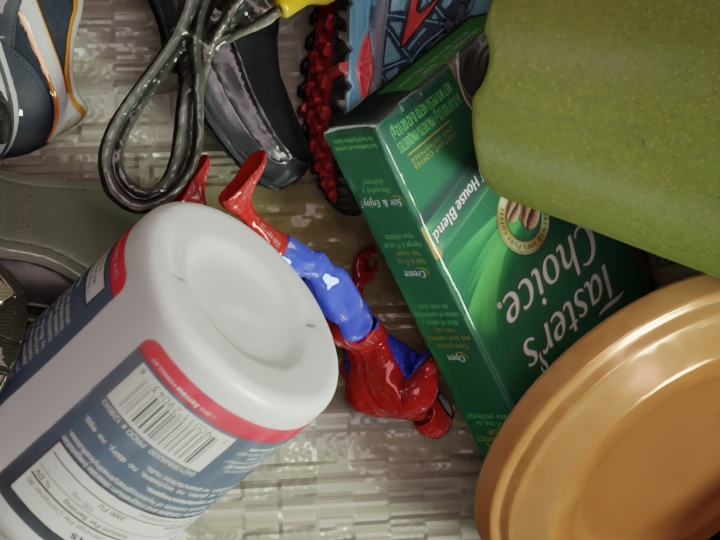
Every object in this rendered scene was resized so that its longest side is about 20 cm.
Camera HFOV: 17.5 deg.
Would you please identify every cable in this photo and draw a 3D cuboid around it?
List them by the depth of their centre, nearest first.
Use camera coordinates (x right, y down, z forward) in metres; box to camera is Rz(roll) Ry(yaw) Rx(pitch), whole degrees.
[{"bbox_3d":[-0.068,-0.124,1.111,0.097,0.050,0.200,42,71,-13],"label":"cable"}]

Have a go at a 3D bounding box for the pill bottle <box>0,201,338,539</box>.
[{"bbox_3d":[-0.117,0.072,1.089,0.120,0.120,0.200,46,117,-6],"label":"pill bottle"}]

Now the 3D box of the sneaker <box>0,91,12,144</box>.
[{"bbox_3d":[-0.229,-0.022,1.057,0.098,0.071,0.201,30,76,16],"label":"sneaker"}]

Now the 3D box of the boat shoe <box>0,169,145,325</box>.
[{"bbox_3d":[-0.152,-0.005,1.154,0.200,0.061,0.072,16,47,-14],"label":"boat shoe"}]

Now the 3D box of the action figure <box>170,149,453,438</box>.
[{"bbox_3d":[0.000,0.000,1.171,0.200,0.065,0.099,52,58,-31],"label":"action figure"}]

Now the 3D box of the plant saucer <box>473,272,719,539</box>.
[{"bbox_3d":[0.149,0.086,1.154,0.199,0.201,0.038,-28,52,-12],"label":"plant saucer"}]

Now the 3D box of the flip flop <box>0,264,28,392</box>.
[{"bbox_3d":[-0.224,0.075,1.065,0.081,0.058,0.201,29,99,-14],"label":"flip flop"}]

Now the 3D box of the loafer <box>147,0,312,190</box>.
[{"bbox_3d":[-0.069,-0.138,1.168,0.070,0.068,0.201,-25,89,14],"label":"loafer"}]

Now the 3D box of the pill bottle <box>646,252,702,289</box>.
[{"bbox_3d":[0.186,-0.087,1.204,0.110,0.111,0.201,-13,89,-13],"label":"pill bottle"}]

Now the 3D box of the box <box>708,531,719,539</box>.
[{"bbox_3d":[0.266,0.145,1.207,0.132,0.115,0.200,37,81,-8],"label":"box"}]

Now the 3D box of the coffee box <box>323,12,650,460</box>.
[{"bbox_3d":[0.072,-0.015,1.164,0.123,0.044,0.201,-40,113,-35],"label":"coffee box"}]

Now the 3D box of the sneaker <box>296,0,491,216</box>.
[{"bbox_3d":[0.025,-0.125,1.188,0.095,0.079,0.201,8,85,-14],"label":"sneaker"}]

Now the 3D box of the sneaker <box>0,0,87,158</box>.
[{"bbox_3d":[-0.189,-0.153,1.140,0.079,0.078,0.201,-17,94,-46],"label":"sneaker"}]

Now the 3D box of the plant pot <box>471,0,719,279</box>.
[{"bbox_3d":[0.158,-0.080,1.070,0.183,0.200,0.202,14,83,24],"label":"plant pot"}]
